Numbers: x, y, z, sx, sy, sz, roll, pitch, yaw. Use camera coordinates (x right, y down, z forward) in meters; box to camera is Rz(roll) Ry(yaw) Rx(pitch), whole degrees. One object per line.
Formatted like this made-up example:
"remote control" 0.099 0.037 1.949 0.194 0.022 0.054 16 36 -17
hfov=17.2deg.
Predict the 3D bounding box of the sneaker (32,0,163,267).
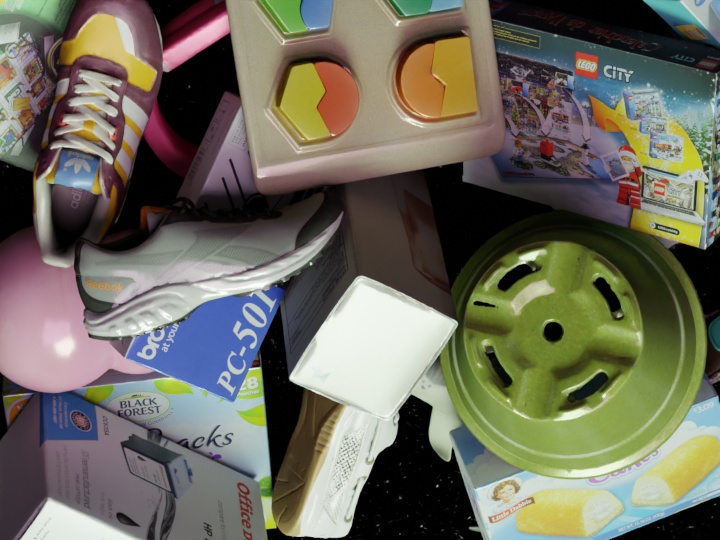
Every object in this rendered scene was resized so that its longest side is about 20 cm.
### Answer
"sneaker" -0.182 -0.098 1.637 0.075 0.090 0.201 10 114 0

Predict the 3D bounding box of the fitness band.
"fitness band" -0.068 -0.138 1.701 0.199 0.038 0.144 -29 124 13

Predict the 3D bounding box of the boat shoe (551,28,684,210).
"boat shoe" 0.198 -0.126 1.735 0.069 0.071 0.200 41 111 -18

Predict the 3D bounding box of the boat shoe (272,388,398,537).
"boat shoe" -0.005 0.113 1.835 0.069 0.071 0.201 13 107 -30

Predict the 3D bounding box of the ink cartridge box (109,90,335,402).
"ink cartridge box" -0.093 -0.016 1.692 0.094 0.044 0.201 24 94 -26

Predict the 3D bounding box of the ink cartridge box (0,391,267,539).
"ink cartridge box" -0.170 0.190 1.767 0.199 0.147 0.086 26 116 -24

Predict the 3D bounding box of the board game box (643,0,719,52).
"board game box" 0.309 -0.189 1.672 0.200 0.047 0.151 40 78 -30

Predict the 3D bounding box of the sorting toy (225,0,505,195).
"sorting toy" 0.004 -0.161 1.640 0.184 0.036 0.201 -10 104 -11

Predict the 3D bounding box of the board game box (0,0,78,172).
"board game box" -0.225 -0.164 1.667 0.104 0.024 0.200 23 119 -21

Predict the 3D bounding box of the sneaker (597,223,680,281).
"sneaker" 0.228 -0.066 1.789 0.199 0.070 0.094 -22 107 9

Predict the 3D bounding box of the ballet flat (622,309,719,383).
"ballet flat" 0.276 0.067 1.888 0.199 0.069 0.071 -23 145 7

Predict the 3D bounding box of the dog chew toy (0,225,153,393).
"dog chew toy" -0.178 0.024 1.753 0.199 0.125 0.125 -4 126 -16

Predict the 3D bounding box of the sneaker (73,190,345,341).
"sneaker" -0.102 -0.018 1.625 0.199 0.074 0.080 -21 102 -16

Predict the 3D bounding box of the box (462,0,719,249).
"box" 0.166 -0.106 1.680 0.199 0.038 0.137 17 124 28

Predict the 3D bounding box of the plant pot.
"plant pot" 0.141 0.046 1.672 0.199 0.190 0.201 -1 85 10

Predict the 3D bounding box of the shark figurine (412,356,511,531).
"shark figurine" 0.111 0.117 1.889 0.128 0.090 0.215 -12 125 43

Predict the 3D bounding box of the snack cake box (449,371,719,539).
"snack cake box" 0.180 0.146 1.826 0.199 0.067 0.115 -21 135 -2

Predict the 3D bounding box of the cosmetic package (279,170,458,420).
"cosmetic package" 0.000 0.000 1.707 0.087 0.200 0.104 25 119 -21

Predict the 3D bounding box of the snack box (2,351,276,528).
"snack box" -0.172 0.132 1.857 0.199 0.068 0.169 -6 126 -5
